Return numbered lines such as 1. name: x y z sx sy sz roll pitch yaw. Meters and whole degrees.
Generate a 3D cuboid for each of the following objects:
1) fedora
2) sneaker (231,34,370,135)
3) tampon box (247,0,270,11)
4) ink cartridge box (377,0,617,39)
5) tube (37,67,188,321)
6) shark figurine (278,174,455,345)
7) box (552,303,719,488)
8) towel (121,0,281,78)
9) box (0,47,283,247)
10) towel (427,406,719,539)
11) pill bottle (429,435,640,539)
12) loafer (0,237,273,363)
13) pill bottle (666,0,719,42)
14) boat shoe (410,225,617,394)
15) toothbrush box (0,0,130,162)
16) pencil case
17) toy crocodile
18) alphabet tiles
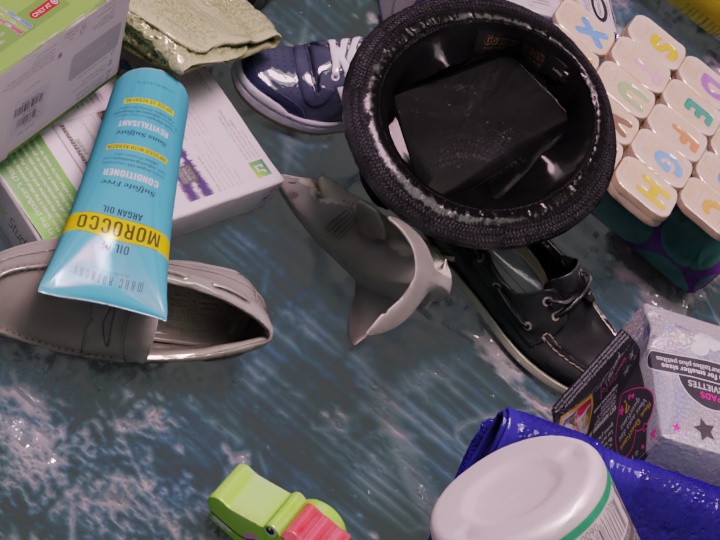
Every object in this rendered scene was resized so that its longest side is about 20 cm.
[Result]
1. fedora: 0.069 -0.086 1.591 0.199 0.092 0.202 8 65 -19
2. sneaker: 0.016 -0.144 1.670 0.199 0.109 0.070 11 51 -25
3. tampon box: -0.104 -0.303 1.686 0.200 0.150 0.126 40 46 1
4. ink cartridge box: 0.111 -0.222 1.810 0.199 0.076 0.137 9 54 -25
5. tube: -0.144 -0.045 1.472 0.077 0.051 0.201 10 43 -3
6. shark figurine: 0.017 0.011 1.560 0.128 0.090 0.214 30 4 -27
7. box: 0.248 0.125 1.595 0.199 0.132 0.115 16 47 -21
8. towel: -0.158 -0.197 1.603 0.199 0.037 0.148 34 23 13
9. box: -0.165 -0.081 1.564 0.199 0.036 0.145 -20 69 -41
10. towel: 0.142 0.176 1.501 0.199 0.148 0.050 21 17 -17
11. pill bottle: 0.129 0.209 1.423 0.113 0.113 0.201 -50 123 -44
12. loafer: -0.146 0.022 1.465 0.199 0.070 0.070 1 19 -31
13. pill bottle: 0.317 -0.235 1.921 0.199 0.113 0.113 36 46 -3
14. boat shoe: 0.124 0.009 1.652 0.200 0.066 0.074 48 47 8
15. toothbrush box: -0.266 -0.169 1.497 0.199 0.086 0.146 32 44 14
16. pencil case: 0.198 -0.073 1.746 0.200 0.085 0.092 41 36 0
17. toy crocodile: -0.009 0.192 1.436 0.200 0.062 0.067 45 46 5
18. alphabet tiles: 0.206 -0.112 1.711 0.195 0.015 0.200 40 39 -2
